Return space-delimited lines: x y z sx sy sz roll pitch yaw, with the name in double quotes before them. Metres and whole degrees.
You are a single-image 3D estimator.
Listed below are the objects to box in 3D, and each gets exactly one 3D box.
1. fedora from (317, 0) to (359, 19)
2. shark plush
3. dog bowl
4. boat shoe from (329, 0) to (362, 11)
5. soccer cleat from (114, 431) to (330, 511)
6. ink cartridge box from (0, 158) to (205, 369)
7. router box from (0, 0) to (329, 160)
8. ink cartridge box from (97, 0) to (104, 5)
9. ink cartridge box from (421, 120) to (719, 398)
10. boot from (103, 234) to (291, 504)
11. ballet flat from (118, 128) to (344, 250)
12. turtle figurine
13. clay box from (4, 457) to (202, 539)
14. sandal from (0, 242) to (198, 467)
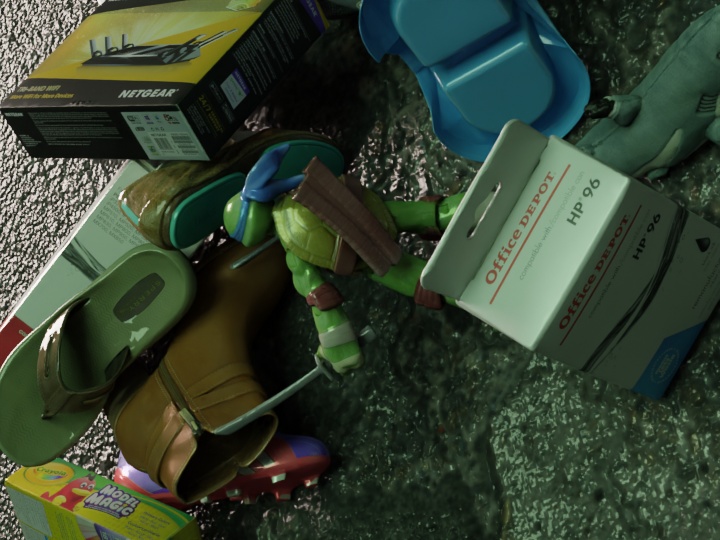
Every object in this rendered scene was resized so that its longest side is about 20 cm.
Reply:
"fedora" -0.002 -0.239 1.317 0.200 0.201 0.092 -9 104 36
"shark plush" 0.174 -0.105 1.161 0.200 0.083 0.091 -23 63 31
"dog bowl" 0.074 -0.156 1.190 0.111 0.200 0.050 -28 42 16
"boat shoe" 0.039 -0.194 1.231 0.068 0.200 0.072 -50 36 33
"soccer cleat" -0.108 0.139 1.320 0.200 0.067 0.077 -19 69 37
"ink cartridge box" -0.189 -0.005 1.370 0.200 0.083 0.147 -50 8 15
"router box" -0.145 -0.149 1.301 0.200 0.052 0.157 4 44 41
"ink cartridge box" -0.147 -0.226 1.460 0.116 0.068 0.200 -43 54 20
"ink cartridge box" 0.138 -0.003 1.072 0.068 0.200 0.116 34 98 39
"boot" -0.093 0.070 1.286 0.200 0.074 0.155 -52 32 -1
"ballet flat" -0.096 -0.066 1.273 0.072 0.200 0.068 26 124 29
"turtle figurine" 0.000 0.000 1.227 0.144 0.194 0.200 -94 10 -63
"clay box" -0.171 0.216 1.318 0.200 0.048 0.115 15 130 39
"sandal" -0.199 0.059 1.280 0.080 0.057 0.201 40 103 -5
